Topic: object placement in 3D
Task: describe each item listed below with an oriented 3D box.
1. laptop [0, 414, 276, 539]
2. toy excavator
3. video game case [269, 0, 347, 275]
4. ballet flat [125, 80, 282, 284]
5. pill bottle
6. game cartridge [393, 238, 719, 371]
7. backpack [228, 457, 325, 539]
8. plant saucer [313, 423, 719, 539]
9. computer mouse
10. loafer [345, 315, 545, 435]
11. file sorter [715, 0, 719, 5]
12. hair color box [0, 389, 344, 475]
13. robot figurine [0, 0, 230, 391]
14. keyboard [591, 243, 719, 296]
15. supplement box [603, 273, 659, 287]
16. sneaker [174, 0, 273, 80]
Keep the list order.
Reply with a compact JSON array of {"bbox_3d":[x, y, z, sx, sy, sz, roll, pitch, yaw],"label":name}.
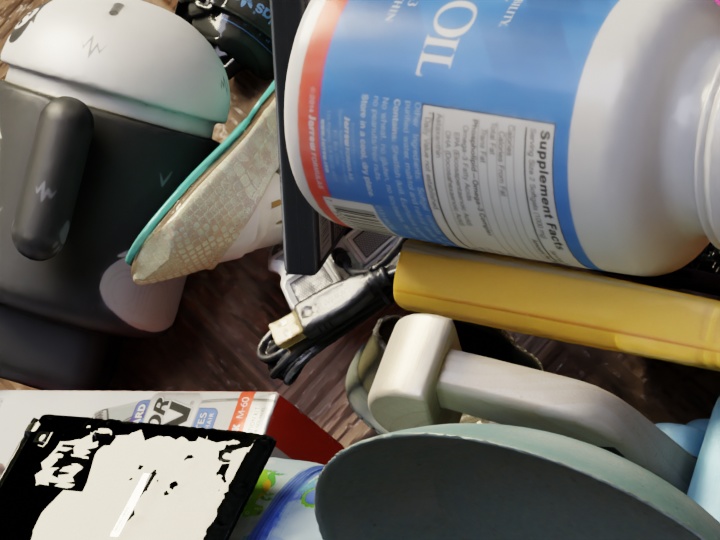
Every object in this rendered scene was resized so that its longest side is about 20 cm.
[{"bbox_3d":[-0.132,0.160,1.148,0.200,0.103,0.177,2,52,33],"label":"laptop"},{"bbox_3d":[0.126,0.079,1.036,0.194,0.200,0.100,3,61,39],"label":"toy excavator"},{"bbox_3d":[-0.003,-0.102,1.255,0.019,0.143,0.200,4,25,14],"label":"video game case"},{"bbox_3d":[-0.040,-0.051,1.321,0.200,0.062,0.067,-54,0,-39],"label":"ballet flat"},{"bbox_3d":[0.080,-0.058,1.035,0.200,0.112,0.112,10,65,30],"label":"pill bottle"},{"bbox_3d":[0.142,0.027,1.085,0.200,0.176,0.033,14,92,43],"label":"game cartridge"},{"bbox_3d":[-0.023,0.175,1.128,0.153,0.163,0.200,-9,47,22],"label":"backpack"},{"bbox_3d":[0.080,0.110,1.003,0.201,0.201,0.039,1,49,38],"label":"plant saucer"},{"bbox_3d":[0.000,0.000,1.264,0.110,0.044,0.200,-37,11,4],"label":"computer mouse"},{"bbox_3d":[0.050,0.054,1.169,0.070,0.075,0.200,-66,21,8],"label":"loafer"},{"bbox_3d":[0.197,-0.113,1.109,0.200,0.125,0.139,22,79,14],"label":"file sorter"},{"bbox_3d":[-0.116,0.118,1.295,0.200,0.064,0.111,-3,59,38],"label":"hair color box"},{"bbox_3d":[-0.140,-0.040,1.362,0.150,0.125,0.200,20,95,55],"label":"robot figurine"},{"bbox_3d":[0.136,-0.013,1.131,0.200,0.104,0.040,13,95,8],"label":"keyboard"},{"bbox_3d":[0.134,-0.104,1.247,0.110,0.086,0.200,29,80,45],"label":"supplement box"},{"bbox_3d":[-0.028,-0.155,1.392,0.200,0.077,0.111,-16,47,52],"label":"sneaker"}]
